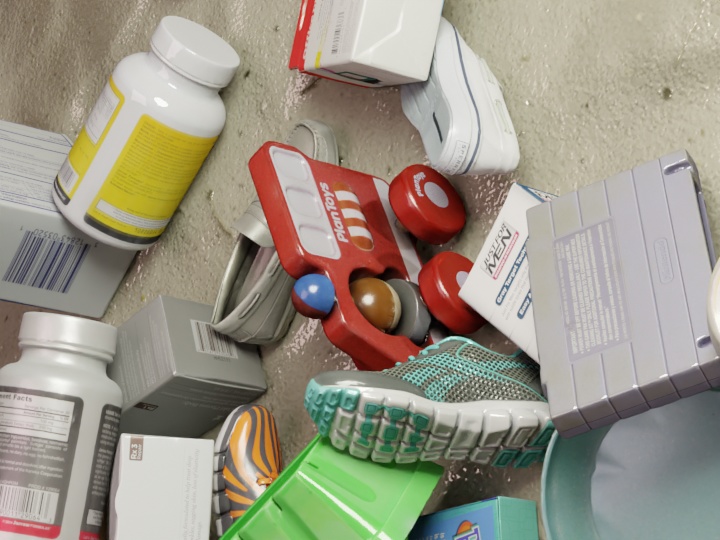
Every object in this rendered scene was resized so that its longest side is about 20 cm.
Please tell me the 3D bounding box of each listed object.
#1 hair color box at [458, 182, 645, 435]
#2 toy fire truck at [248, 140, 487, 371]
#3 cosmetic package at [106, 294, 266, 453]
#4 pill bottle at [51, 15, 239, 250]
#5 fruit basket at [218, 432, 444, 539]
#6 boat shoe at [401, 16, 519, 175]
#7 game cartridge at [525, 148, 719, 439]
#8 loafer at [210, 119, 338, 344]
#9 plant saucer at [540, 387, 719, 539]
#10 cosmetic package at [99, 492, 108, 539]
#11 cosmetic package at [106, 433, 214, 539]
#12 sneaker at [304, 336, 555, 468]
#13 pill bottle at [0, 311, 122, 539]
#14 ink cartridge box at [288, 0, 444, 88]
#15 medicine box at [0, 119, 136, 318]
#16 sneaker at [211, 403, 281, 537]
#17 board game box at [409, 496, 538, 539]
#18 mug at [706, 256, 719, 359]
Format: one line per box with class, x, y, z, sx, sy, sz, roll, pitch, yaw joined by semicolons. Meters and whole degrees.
hair color box;0.166;0.028;1.442;0.200;0.060;0.100;41;111;44
toy fire truck;0.000;0.000;1.551;0.112;0.168;0.200;-41;54;34
cosmetic package;-0.188;0.107;1.781;0.200;0.107;0.090;-40;53;37
pill bottle;-0.191;-0.126;1.833;0.200;0.112;0.112;-57;46;21
fruit basket;-0.007;0.244;1.486;0.215;0.156;0.216;7;114;16
boat shoe;0.079;-0.129;1.574;0.200;0.067;0.074;-98;28;-51
game cartridge;0.177;0.014;1.346;0.129;0.038;0.200;-24;40;21
loafer;-0.073;-0.034;1.713;0.070;0.070;0.201;22;98;48
plant saucer;0.219;0.151;1.331;0.199;0.036;0.201;1;93;24
cosmetic package;-0.296;0.227;1.799;0.105;0.200;0.071;-2;80;48
cosmetic package;-0.170;0.201;1.686;0.200;0.081;0.113;139;134;-77
sneaker;0.053;0.089;1.471;0.078;0.199;0.091;119;153;-45
pill bottle;-0.260;0.140;1.688;0.111;0.111;0.201;0;77;48
ink cartridge box;0.005;-0.213;1.641;0.200;0.067;0.117;-168;91;-73
medicine box;-0.338;-0.060;1.925;0.200;0.182;0.103;46;114;43
sneaker;-0.062;0.209;1.653;0.112;0.077;0.201;-6;82;39
board game box;0.053;0.263;1.523;0.200;0.045;0.153;-20;66;44
mug;0.283;0.015;1.248;0.150;0.153;0.187;-58;45;22
